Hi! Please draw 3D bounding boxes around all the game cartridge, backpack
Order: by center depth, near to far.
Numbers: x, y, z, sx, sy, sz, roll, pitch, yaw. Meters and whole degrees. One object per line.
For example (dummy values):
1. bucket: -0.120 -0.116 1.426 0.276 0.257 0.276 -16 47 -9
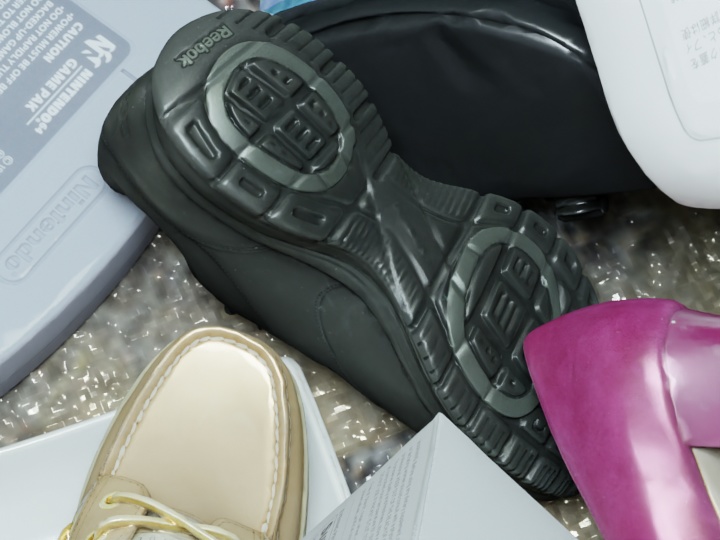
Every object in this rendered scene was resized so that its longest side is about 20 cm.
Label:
1. game cartridge: -0.136 -0.033 0.829 0.133 0.041 0.200 35 67 13
2. backpack: 0.050 -0.130 0.836 0.163 0.154 0.200 -2 42 37

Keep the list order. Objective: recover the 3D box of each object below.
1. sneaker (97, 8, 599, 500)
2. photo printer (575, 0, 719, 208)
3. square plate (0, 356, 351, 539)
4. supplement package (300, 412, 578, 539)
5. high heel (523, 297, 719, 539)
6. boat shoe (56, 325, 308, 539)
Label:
1. sneaker: 0.000 0.000 0.802 0.200 0.091 0.076 45 59 -15
2. photo printer: 0.122 -0.123 0.687 0.069 0.166 0.201 -8 77 -42
3. square plate: -0.079 0.144 0.758 0.199 0.028 0.199 -17 70 -14
4. supplement package: 0.047 0.165 0.622 0.200 0.156 0.111 43 111 -11
5. high heel: 0.094 0.109 0.749 0.096 0.067 0.201 -2 93 33
6. boat shoe: -0.058 0.101 0.726 0.073 0.069 0.201 15 65 0
